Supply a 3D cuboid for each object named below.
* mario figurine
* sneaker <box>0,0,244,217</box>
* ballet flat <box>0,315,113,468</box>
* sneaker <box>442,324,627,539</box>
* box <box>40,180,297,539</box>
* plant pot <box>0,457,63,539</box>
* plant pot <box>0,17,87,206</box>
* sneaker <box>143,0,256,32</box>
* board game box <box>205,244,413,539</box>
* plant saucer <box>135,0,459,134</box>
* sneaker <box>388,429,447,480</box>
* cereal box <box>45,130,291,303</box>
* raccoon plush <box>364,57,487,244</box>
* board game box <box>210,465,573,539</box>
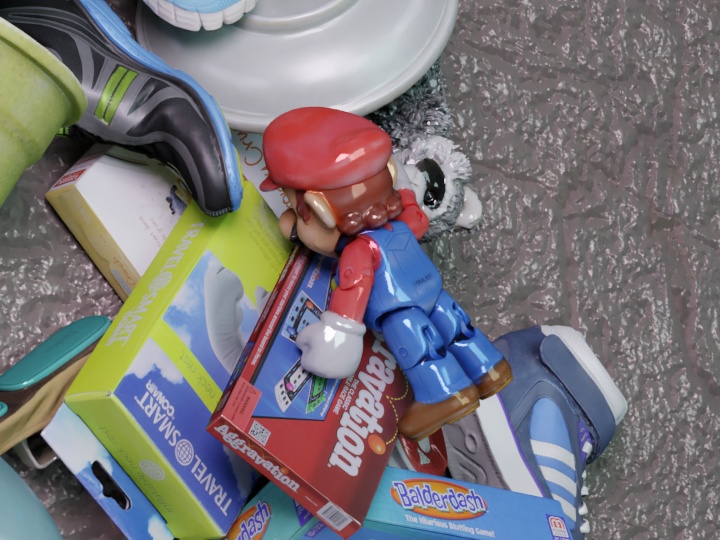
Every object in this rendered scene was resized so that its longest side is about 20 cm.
[{"bbox_3d":[0.000,0.000,1.559,0.106,0.123,0.201,-30,90,3],"label":"mario figurine"},{"bbox_3d":[-0.144,-0.093,1.566,0.199,0.071,0.083,41,66,17],"label":"sneaker"},{"bbox_3d":[-0.200,0.091,1.519,0.200,0.068,0.063,-30,113,-38],"label":"ballet flat"},{"bbox_3d":[0.136,0.133,1.770,0.146,0.080,0.201,-18,86,-36],"label":"sneaker"},{"bbox_3d":[-0.091,0.059,1.567,0.122,0.048,0.200,54,48,-28],"label":"box"},{"bbox_3d":[-0.231,0.175,1.370,0.200,0.161,0.202,-4,100,-28],"label":"plant pot"},{"bbox_3d":[-0.271,-0.047,1.425,0.200,0.200,0.185,31,74,-30],"label":"plant pot"},{"bbox_3d":[-0.136,-0.226,1.578,0.200,0.090,0.078,32,50,20],"label":"sneaker"},{"bbox_3d":[-0.015,0.054,1.553,0.103,0.019,0.200,40,39,-13],"label":"board game box"},{"bbox_3d":[-0.041,-0.172,1.626,0.201,0.199,0.050,-60,155,-31],"label":"plant saucer"},{"bbox_3d":[-0.015,0.077,1.669,0.078,0.115,0.200,50,20,-27],"label":"sneaker"},{"bbox_3d":[-0.085,-0.053,1.657,0.144,0.039,0.200,54,52,-20],"label":"cereal box"},{"bbox_3d":[0.039,-0.103,1.701,0.134,0.096,0.200,61,36,-23],"label":"raccoon plush"},{"bbox_3d":[0.006,0.179,1.609,0.199,0.152,0.045,14,45,-37],"label":"board game box"}]
